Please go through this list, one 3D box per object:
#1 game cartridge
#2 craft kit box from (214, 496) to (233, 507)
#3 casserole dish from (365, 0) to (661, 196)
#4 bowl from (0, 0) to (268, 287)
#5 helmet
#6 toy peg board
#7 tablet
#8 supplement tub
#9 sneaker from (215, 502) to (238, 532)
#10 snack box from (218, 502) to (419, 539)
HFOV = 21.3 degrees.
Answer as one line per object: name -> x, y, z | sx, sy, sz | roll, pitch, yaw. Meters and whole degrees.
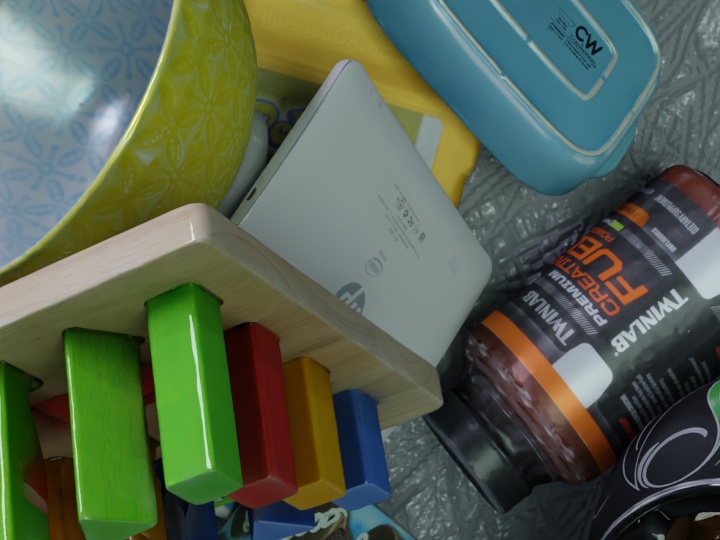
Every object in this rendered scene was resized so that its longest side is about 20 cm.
game cartridge -> -0.027, -0.057, 1.003 | 0.175, 0.032, 0.202 | 14, 100, -20
craft kit box -> -0.127, 0.069, 0.900 | 0.198, 0.049, 0.197 | -20, 146, 19
casserole dish -> 0.086, -0.130, 0.993 | 0.200, 0.039, 0.122 | 46, 66, -22
bowl -> -0.108, -0.065, 0.898 | 0.107, 0.200, 0.201 | 29, 94, -34
helmet -> 0.218, 0.140, 0.967 | 0.198, 0.190, 0.202 | 10, 110, 27
toy peg board -> -0.089, 0.086, 0.799 | 0.198, 0.099, 0.199 | -22, 148, 22
tablet -> 0.000, 0.000, 0.960 | 0.131, 0.014, 0.200 | -56, 142, -14
supplement tub -> 0.130, 0.042, 1.035 | 0.200, 0.107, 0.107 | -40, 111, -4
sneaker -> -0.126, 0.189, 1.013 | 0.071, 0.072, 0.202 | 22, 98, -22
snack box -> -0.053, 0.201, 0.985 | 0.116, 0.037, 0.201 | 41, 86, -27
